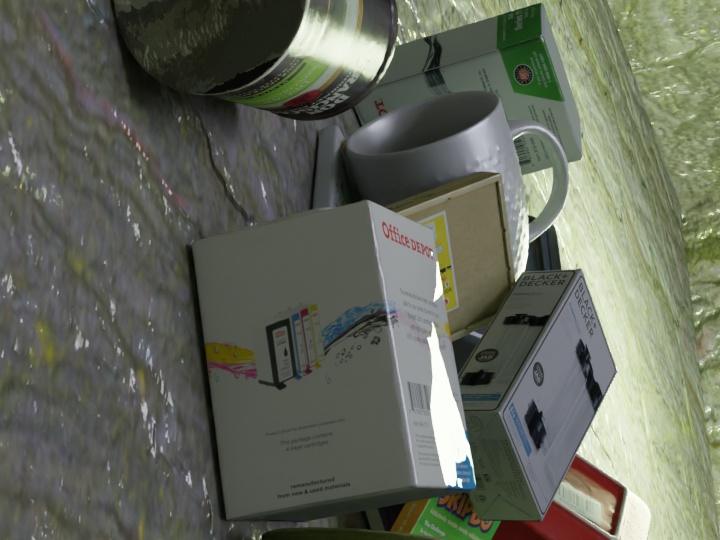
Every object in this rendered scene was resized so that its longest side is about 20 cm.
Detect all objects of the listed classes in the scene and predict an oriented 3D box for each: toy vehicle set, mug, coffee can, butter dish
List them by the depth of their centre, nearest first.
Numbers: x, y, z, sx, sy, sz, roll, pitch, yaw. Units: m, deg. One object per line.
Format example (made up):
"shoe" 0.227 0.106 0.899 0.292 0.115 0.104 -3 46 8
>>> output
"coffee can" -0.071 -0.191 1.170 0.200 0.146 0.147 0 78 -71
"toy vehicle set" 0.051 0.003 1.327 0.199 0.026 0.125 -22 110 -40
"mug" 0.103 -0.065 1.470 0.148 0.199 0.176 30 -38 63
"butter dish" 0.178 0.267 1.637 0.199 0.148 0.199 34 22 3

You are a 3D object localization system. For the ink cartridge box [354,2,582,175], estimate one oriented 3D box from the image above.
"ink cartridge box" 0.108 -0.164 1.609 0.083 0.199 0.147 -82 154 -55

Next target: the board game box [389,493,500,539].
"board game box" 0.055 0.235 1.298 0.200 0.030 0.096 -56 132 -24

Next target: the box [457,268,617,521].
"box" 0.143 0.100 1.337 0.200 0.060 0.117 -52 128 -46

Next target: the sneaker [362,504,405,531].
"sneaker" 0.032 0.139 1.350 0.076 0.087 0.201 -66 139 -61

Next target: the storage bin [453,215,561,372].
"storage bin" 0.109 0.031 1.614 0.134 0.145 0.201 23 52 -35

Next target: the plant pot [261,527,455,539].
"plant pot" 0.018 0.287 1.098 0.200 0.199 0.191 40 54 -62

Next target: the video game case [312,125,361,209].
"video game case" 0.000 0.000 1.453 0.183 0.022 0.201 59 25 -43

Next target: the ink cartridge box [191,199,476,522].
"ink cartridge box" -0.018 0.069 1.152 0.147 0.144 0.201 23 57 -67
